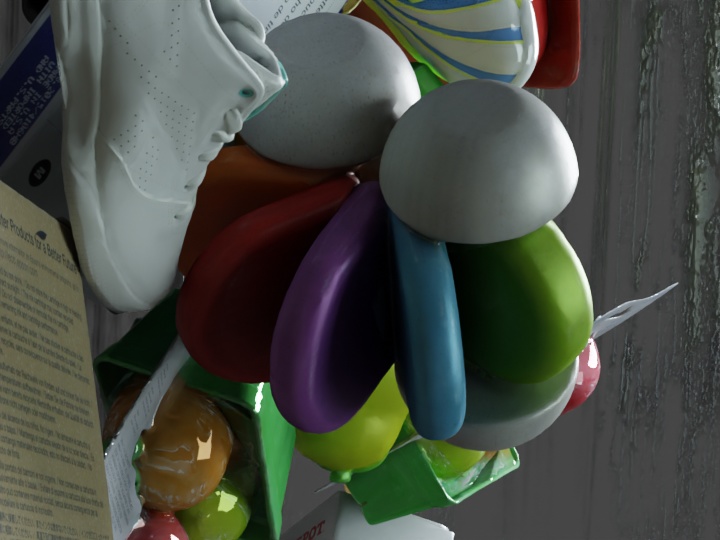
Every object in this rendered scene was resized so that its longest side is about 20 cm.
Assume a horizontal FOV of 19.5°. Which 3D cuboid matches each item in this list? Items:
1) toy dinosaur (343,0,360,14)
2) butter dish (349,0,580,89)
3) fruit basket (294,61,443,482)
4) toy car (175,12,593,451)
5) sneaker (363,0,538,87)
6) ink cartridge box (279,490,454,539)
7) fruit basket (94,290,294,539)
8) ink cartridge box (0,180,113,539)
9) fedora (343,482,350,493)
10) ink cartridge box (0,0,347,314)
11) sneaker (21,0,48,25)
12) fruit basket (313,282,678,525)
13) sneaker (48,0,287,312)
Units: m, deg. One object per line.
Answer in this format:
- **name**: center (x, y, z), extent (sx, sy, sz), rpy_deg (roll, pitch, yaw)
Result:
- **toy dinosaur**: center (-0.026, -0.190, 1.159), extent (0.101, 0.199, 0.058), rpy_deg (54, -17, 3)
- **butter dish**: center (0.020, -0.156, 1.238), extent (0.201, 0.198, 0.149), rpy_deg (82, 26, -49)
- **fruit basket**: center (0.000, 0.000, 1.130), extent (0.155, 0.216, 0.217), rpy_deg (-33, 141, -18)
- **toy car**: center (-0.001, 0.002, 0.905), extent (0.150, 0.199, 0.176), rpy_deg (-41, 143, -34)
- **sneaker**: center (0.002, -0.161, 1.041), extent (0.105, 0.201, 0.076), rpy_deg (-18, 156, -51)
- **ink cartridge box**: center (-0.023, 0.254, 1.262), extent (0.145, 0.084, 0.202), rpy_deg (-42, -150, 55)
- **fruit basket**: center (-0.106, 0.117, 1.017), extent (0.201, 0.093, 0.186), rpy_deg (-57, 158, -31)
- **ink cartridge box**: center (-0.151, 0.050, 0.736), extent (0.200, 0.074, 0.167), rpy_deg (48, 32, -75)
- **fedora**: center (-0.019, 0.048, 1.352), extent (0.201, 0.081, 0.203), rpy_deg (6, 90, -78)
- **ink cartridge box**: center (-0.079, -0.082, 0.952), extent (0.200, 0.040, 0.200), rpy_deg (-55, 155, -7)
- **sneaker**: center (-0.115, -0.119, 0.981), extent (0.115, 0.075, 0.201), rpy_deg (-34, 146, -41)
- **fruit basket**: center (0.079, 0.062, 1.224), extent (0.094, 0.200, 0.185), rpy_deg (54, 22, 9)
- **sneaker**: center (-0.072, -0.063, 0.823), extent (0.076, 0.087, 0.201), rpy_deg (-92, -178, -48)
